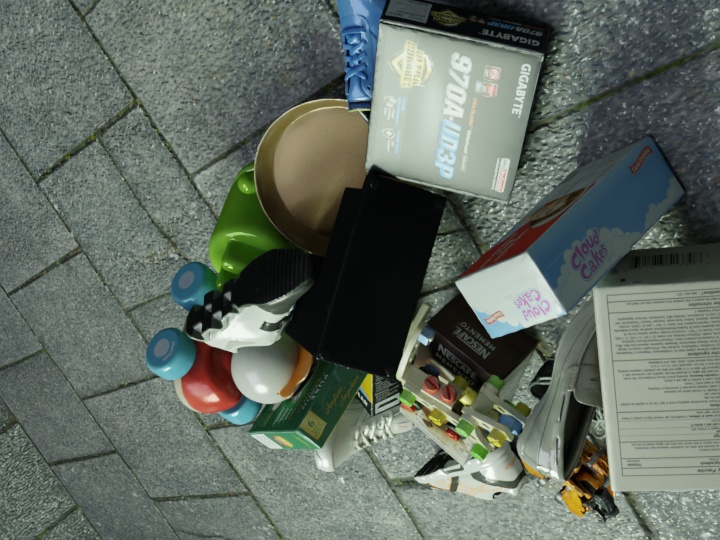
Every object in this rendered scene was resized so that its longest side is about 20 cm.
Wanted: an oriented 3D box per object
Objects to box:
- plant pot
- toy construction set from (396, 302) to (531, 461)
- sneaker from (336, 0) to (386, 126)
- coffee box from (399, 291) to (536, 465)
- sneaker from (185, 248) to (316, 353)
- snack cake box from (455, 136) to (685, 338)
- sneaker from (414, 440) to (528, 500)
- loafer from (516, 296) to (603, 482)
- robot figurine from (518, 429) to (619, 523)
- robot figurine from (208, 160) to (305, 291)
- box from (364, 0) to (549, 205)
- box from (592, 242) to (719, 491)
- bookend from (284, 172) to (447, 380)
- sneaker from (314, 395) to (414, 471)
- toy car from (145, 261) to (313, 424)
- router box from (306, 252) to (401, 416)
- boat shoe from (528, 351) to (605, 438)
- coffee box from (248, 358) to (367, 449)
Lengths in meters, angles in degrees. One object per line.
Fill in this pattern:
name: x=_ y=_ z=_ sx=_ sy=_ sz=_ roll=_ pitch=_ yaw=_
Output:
plant pot: x=-0.024 y=-0.106 z=1.413 sx=0.197 sy=0.028 sz=0.203 roll=5 pitch=119 yaw=8
toy construction set: x=0.097 y=0.130 z=1.365 sx=0.200 sy=0.092 sz=0.131 roll=47 pitch=169 yaw=20
sneaker: x=0.012 y=-0.217 z=1.291 sx=0.066 sy=0.078 sz=0.202 roll=8 pitch=127 yaw=51
coffee box: x=0.125 y=0.131 z=1.492 sx=0.113 sy=0.080 sz=0.201 roll=39 pitch=146 yaw=19
sneaker: x=-0.107 y=0.040 z=1.427 sx=0.088 sy=0.075 sz=0.199 roll=32 pitch=138 yaw=-33
snack cake box: x=0.192 y=-0.031 z=1.127 sx=0.068 sy=0.200 sz=0.115 roll=54 pitch=149 yaw=-8
sneaker: x=0.142 y=0.272 z=1.622 sx=0.080 sy=0.074 sz=0.199 roll=53 pitch=149 yaw=-7
loafer: x=0.231 y=0.121 z=1.276 sx=0.070 sy=0.069 sz=0.202 roll=29 pitch=102 yaw=45
robot figurine: x=0.237 y=0.224 z=1.403 sx=0.145 sy=0.058 sz=0.200 roll=43 pitch=170 yaw=13
robot figurine: x=-0.118 y=-0.055 z=1.524 sx=0.114 sy=0.202 sz=0.176 roll=17 pitch=140 yaw=-1
box: x=0.090 y=-0.164 z=1.209 sx=0.157 sy=0.046 sz=0.201 roll=14 pitch=140 yaw=5
box: x=0.286 y=0.088 z=1.129 sx=0.126 sy=0.109 sz=0.203 roll=-4 pitch=107 yaw=15
bookend: x=0.000 y=0.000 z=1.371 sx=0.091 sy=0.201 sz=0.200 roll=16 pitch=180 yaw=-14
sneaker: x=0.016 y=0.190 z=1.593 sx=0.098 sy=0.200 sz=0.079 roll=18 pitch=134 yaw=27
toy car: x=-0.129 y=0.099 z=1.554 sx=0.198 sy=0.179 sz=0.184 roll=2 pitch=154 yaw=35
router box: x=-0.016 y=0.065 z=1.575 sx=0.200 sy=0.051 sz=0.151 roll=48 pitch=150 yaw=42
boat shoe: x=0.268 y=0.139 z=1.327 sx=0.198 sy=0.068 sz=0.074 roll=20 pitch=137 yaw=41
coffee box: x=-0.067 y=0.166 z=1.553 sx=0.044 sy=0.124 sz=0.200 roll=38 pitch=159 yaw=-13
